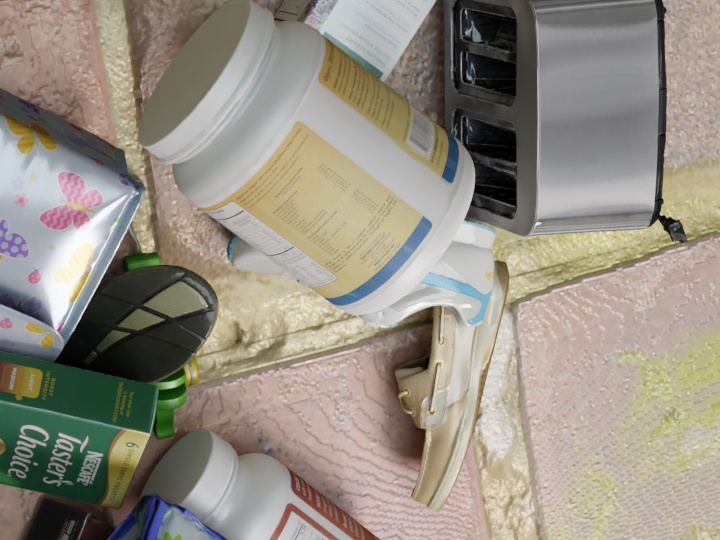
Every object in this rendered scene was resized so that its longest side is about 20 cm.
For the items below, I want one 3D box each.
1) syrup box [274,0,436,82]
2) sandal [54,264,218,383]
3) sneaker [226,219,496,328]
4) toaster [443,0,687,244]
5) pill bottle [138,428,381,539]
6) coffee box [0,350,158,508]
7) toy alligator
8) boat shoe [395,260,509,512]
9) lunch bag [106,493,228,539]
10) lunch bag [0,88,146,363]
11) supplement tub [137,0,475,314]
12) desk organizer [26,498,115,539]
[{"bbox_3d":[-0.018,-0.169,1.696,0.079,0.081,0.201,33,87,-20],"label":"syrup box"},{"bbox_3d":[-0.173,0.052,1.659,0.080,0.057,0.201,44,128,-9],"label":"sandal"},{"bbox_3d":[0.000,0.000,1.716,0.199,0.077,0.081,3,85,-1],"label":"sneaker"},{"bbox_3d":[0.142,-0.121,1.706,0.118,0.200,0.182,-7,104,-24],"label":"toaster"},{"bbox_3d":[-0.066,0.208,1.742,0.200,0.112,0.112,40,86,-23],"label":"pill bottle"},{"bbox_3d":[-0.248,0.104,1.625,0.199,0.123,0.044,14,55,-11],"label":"coffee box"},{"bbox_3d":[-0.152,0.032,1.701,0.059,0.054,0.201,-12,105,-19],"label":"toy alligator"},{"bbox_3d":[0.061,0.083,1.793,0.069,0.074,0.201,13,97,0],"label":"boat shoe"},{"bbox_3d":[-0.133,0.281,1.632,0.170,0.127,0.201,38,73,-28],"label":"lunch bag"},{"bbox_3d":[-0.267,-0.017,1.611,0.169,0.127,0.201,27,102,-23],"label":"lunch bag"},{"bbox_3d":[-0.037,-0.078,1.588,0.200,0.145,0.145,36,87,-21],"label":"supplement tub"},{"bbox_3d":[-0.223,0.276,1.691,0.077,0.072,0.201,30,77,-33],"label":"desk organizer"}]
